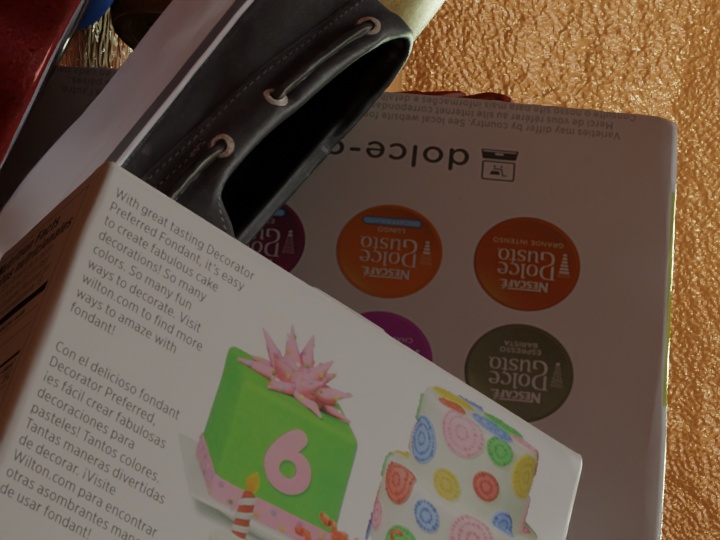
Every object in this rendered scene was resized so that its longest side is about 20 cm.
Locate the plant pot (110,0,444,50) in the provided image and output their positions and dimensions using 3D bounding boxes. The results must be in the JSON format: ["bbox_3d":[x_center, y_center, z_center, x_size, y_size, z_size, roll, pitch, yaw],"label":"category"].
[{"bbox_3d":[-0.014,-0.164,0.931,0.186,0.185,0.201,77,32,-78],"label":"plant pot"}]

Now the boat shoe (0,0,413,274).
[{"bbox_3d":[-0.049,-0.005,0.687,0.200,0.066,0.070,-56,165,-31],"label":"boat shoe"}]

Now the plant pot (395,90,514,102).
[{"bbox_3d":[0.020,0.006,1.443,0.201,0.200,0.196,-68,152,-79],"label":"plant pot"}]

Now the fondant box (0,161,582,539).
[{"bbox_3d":[-0.039,0.096,0.581,0.058,0.144,0.201,-36,-151,48],"label":"fondant box"}]

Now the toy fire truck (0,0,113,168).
[{"bbox_3d":[-0.064,-0.126,0.695,0.168,0.112,0.200,-60,-171,24],"label":"toy fire truck"}]

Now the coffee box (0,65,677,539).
[{"bbox_3d":[-0.013,0.080,0.789,0.200,0.198,0.199,88,7,-61],"label":"coffee box"}]

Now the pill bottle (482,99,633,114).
[{"bbox_3d":[0.016,-0.011,1.059,0.114,0.199,0.115,-3,90,-84],"label":"pill bottle"}]

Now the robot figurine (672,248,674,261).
[{"bbox_3d":[0.000,0.000,0.921,0.145,0.199,0.058,39,52,-42],"label":"robot figurine"}]
